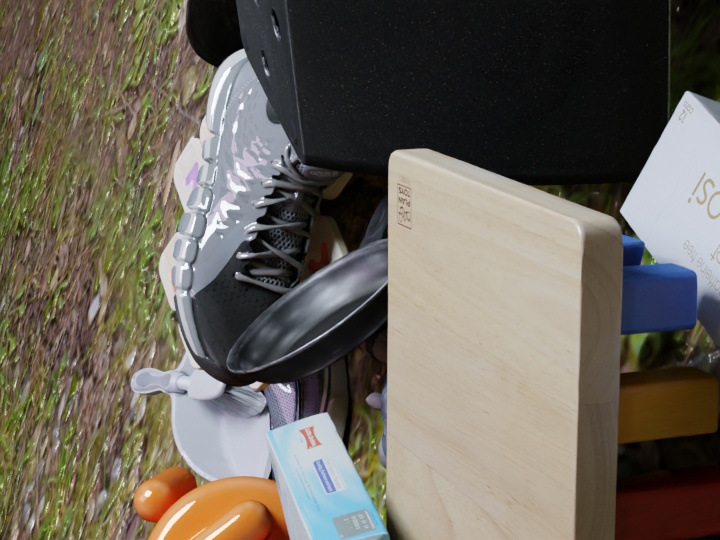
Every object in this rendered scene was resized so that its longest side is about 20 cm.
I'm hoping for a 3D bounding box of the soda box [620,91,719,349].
[{"bbox_3d":[0.174,0.006,0.717,0.064,0.068,0.200,-63,24,21],"label":"soda box"}]

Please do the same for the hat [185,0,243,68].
[{"bbox_3d":[-0.016,-0.177,1.190,0.201,0.200,0.081,-57,50,35],"label":"hat"}]

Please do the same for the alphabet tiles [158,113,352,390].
[{"bbox_3d":[-0.068,-0.034,1.151,0.200,0.015,0.196,-53,45,34],"label":"alphabet tiles"}]

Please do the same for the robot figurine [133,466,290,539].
[{"bbox_3d":[-0.065,0.179,1.054,0.200,0.143,0.117,91,-167,-76],"label":"robot figurine"}]

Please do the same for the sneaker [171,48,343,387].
[{"bbox_3d":[-0.044,-0.036,1.044,0.115,0.075,0.201,-7,77,51],"label":"sneaker"}]

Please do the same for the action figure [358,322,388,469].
[{"bbox_3d":[0.028,0.082,0.970,0.194,0.104,0.201,-112,46,-71],"label":"action figure"}]

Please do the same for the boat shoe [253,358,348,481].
[{"bbox_3d":[-0.061,0.052,1.206,0.075,0.092,0.201,-46,35,49],"label":"boat shoe"}]

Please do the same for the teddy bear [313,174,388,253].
[{"bbox_3d":[0.021,-0.085,1.120,0.145,0.067,0.201,30,99,47],"label":"teddy bear"}]

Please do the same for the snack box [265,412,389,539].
[{"bbox_3d":[0.001,0.185,0.910,0.116,0.037,0.201,-122,18,-62],"label":"snack box"}]

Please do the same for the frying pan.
[{"bbox_3d":[-0.014,0.009,1.001,0.115,0.031,0.190,-30,15,17],"label":"frying pan"}]

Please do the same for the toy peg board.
[{"bbox_3d":[0.089,0.059,0.782,0.200,0.097,0.200,-150,58,-67],"label":"toy peg board"}]

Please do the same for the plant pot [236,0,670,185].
[{"bbox_3d":[0.031,-0.157,0.906,0.200,0.176,0.200,-116,17,-54],"label":"plant pot"}]

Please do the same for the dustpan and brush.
[{"bbox_3d":[-0.115,0.085,1.352,0.200,0.057,0.140,-11,65,65],"label":"dustpan and brush"}]
